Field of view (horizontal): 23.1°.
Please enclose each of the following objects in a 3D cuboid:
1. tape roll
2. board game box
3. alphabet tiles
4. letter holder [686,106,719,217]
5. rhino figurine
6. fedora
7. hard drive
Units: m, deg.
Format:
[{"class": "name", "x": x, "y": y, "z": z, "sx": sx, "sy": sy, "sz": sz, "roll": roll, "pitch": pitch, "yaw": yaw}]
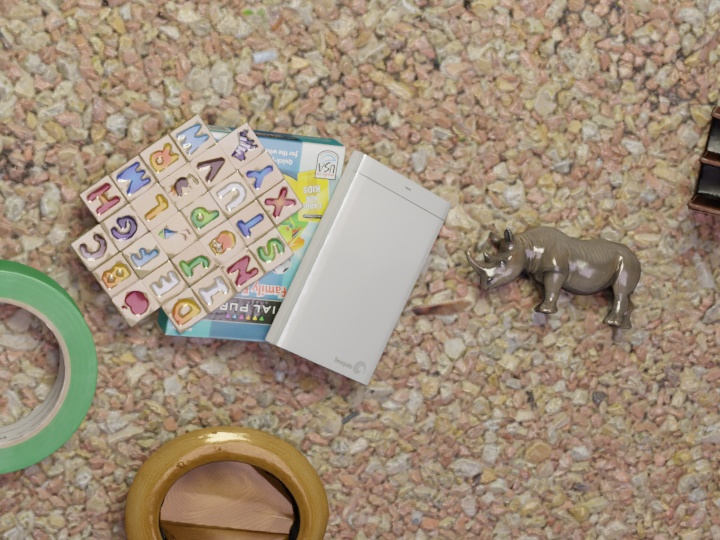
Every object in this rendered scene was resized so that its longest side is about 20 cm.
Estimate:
[{"class": "tape roll", "x": -0.349, "y": 0.091, "z": 1.654, "sx": 0.200, "sy": 0.048, "sz": 0.201, "roll": -4, "pitch": 106, "yaw": -16}, {"class": "board game box", "x": -0.105, "y": -0.033, "z": 1.695, "sx": 0.151, "sy": 0.047, "sz": 0.200, "roll": 5, "pitch": 103, "yaw": -18}, {"class": "alphabet tiles", "x": -0.161, "y": -0.042, "z": 1.648, "sx": 0.200, "sy": 0.006, "sz": 0.167, "roll": -35, "pitch": 110, "yaw": -3}, {"class": "letter holder", "x": 0.434, "y": -0.089, "z": 1.749, "sx": 0.200, "sy": 0.142, "sz": 0.101, "roll": 14, "pitch": 102, "yaw": 12}, {"class": "rhino figurine", "x": 0.197, "y": 0.001, "z": 1.788, "sx": 0.200, "sy": 0.060, "sz": 0.088, "roll": 11, "pitch": 87, "yaw": -18}, {"class": "fedora", "x": -0.134, "y": 0.234, "z": 1.740, "sx": 0.200, "sy": 0.082, "sz": 0.201, "roll": -3, "pitch": 104, "yaw": -11}, {"class": "hard drive", "x": 0.000, "y": 0.000, "z": 1.712, "sx": 0.132, "sy": 0.027, "sz": 0.200, "roll": 27, "pitch": 88, "yaw": -42}]
